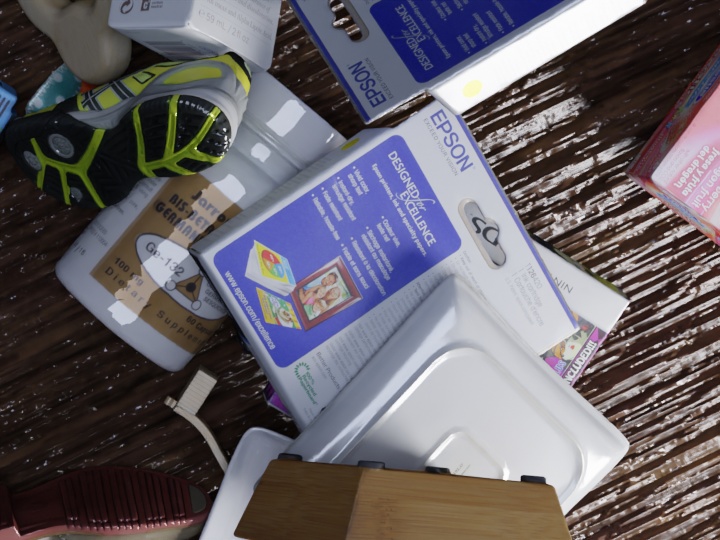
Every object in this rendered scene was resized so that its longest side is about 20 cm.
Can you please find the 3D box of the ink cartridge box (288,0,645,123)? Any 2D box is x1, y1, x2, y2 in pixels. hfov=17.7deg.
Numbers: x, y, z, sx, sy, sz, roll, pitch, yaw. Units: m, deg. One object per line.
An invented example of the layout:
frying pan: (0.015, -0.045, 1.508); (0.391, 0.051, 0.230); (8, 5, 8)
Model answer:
ink cartridge box: (0.060, -0.193, 1.551); (0.200, 0.198, 0.047); (-31, 136, 1)

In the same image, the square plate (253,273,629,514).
square plate: (0.062, 0.136, 1.567); (0.200, 0.028, 0.198); (-47, 115, -1)

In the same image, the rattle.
rattle: (-0.170, -0.194, 1.616); (0.130, 0.143, 0.200); (-1, 113, 28)

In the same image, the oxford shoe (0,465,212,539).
oxford shoe: (-0.203, 0.189, 1.635); (0.200, 0.070, 0.075); (-5, 121, -5)

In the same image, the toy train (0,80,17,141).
toy train: (-0.323, -0.073, 1.590); (0.114, 0.087, 0.200); (32, 92, -11)

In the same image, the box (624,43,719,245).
box: (0.287, -0.118, 1.613); (0.095, 0.103, 0.200); (36, 91, -5)

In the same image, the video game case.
video game case: (0.060, 0.053, 1.625); (0.181, 0.036, 0.200); (32, 98, -14)

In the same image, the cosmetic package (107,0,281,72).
cosmetic package: (-0.098, -0.241, 1.547); (0.074, 0.102, 0.200); (3, 79, 32)

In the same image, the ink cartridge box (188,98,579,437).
ink cartridge box: (0.017, 0.012, 1.559); (0.200, 0.047, 0.198); (-34, 109, -11)

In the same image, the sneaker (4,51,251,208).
sneaker: (-0.151, -0.095, 1.543); (0.200, 0.076, 0.075); (-6, 125, 36)

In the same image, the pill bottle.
pill bottle: (-0.105, -0.040, 1.588); (0.114, 0.114, 0.200); (40, 91, -6)

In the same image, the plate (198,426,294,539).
plate: (-0.025, 0.225, 1.638); (0.199, 0.032, 0.200); (22, 105, -8)

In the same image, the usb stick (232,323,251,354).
usb stick: (0.000, 0.000, 1.640); (0.200, 0.033, 0.056); (-24, 92, -1)

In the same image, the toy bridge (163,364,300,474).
toy bridge: (-0.054, 0.144, 1.649); (0.200, 0.027, 0.067); (32, 93, -6)

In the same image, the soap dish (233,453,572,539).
soap dish: (0.026, 0.161, 1.447); (0.157, 0.200, 0.081); (7, 85, -21)
